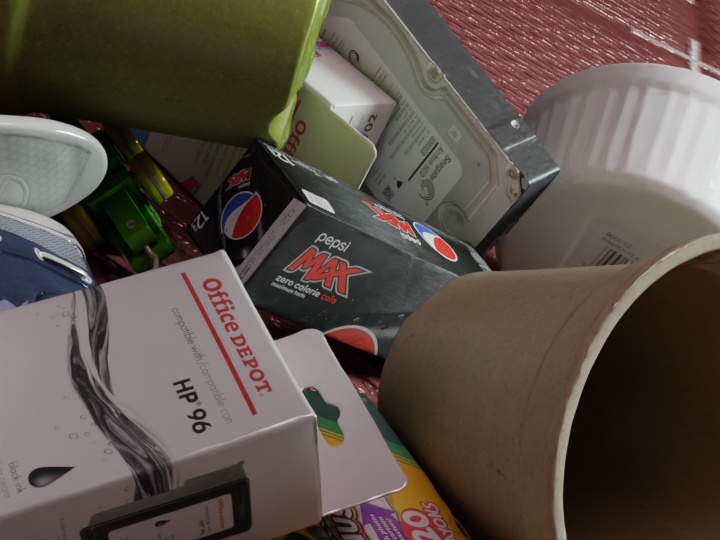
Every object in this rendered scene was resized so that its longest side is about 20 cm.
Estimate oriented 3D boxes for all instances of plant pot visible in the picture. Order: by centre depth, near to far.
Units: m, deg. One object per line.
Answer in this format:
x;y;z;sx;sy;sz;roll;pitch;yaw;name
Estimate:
0.110;0.074;0.779;0.200;0.201;0.183;8;1;-34;plant pot
-0.111;-0.153;0.876;0.183;0.201;0.201;16;27;-2;plant pot

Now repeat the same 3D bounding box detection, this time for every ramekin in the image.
0.183;-0.027;1.045;0.200;0.201;0.098;27;53;-2;ramekin

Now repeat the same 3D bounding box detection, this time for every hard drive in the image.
0.024;-0.096;1.026;0.038;0.140;0.200;-26;74;-40;hard drive

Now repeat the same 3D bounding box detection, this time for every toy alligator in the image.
-0.130;-0.028;0.912;0.200;0.059;0.054;52;-6;39;toy alligator

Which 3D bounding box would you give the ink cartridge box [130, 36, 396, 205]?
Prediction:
-0.058;-0.090;1.017;0.200;0.115;0.068;43;31;27;ink cartridge box

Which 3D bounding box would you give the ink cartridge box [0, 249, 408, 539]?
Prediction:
-0.091;0.062;0.669;0.199;0.068;0.116;-16;43;-17;ink cartridge box

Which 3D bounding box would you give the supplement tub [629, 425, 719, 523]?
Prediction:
0.217;0.144;0.853;0.122;0.123;0.200;6;34;-37;supplement tub

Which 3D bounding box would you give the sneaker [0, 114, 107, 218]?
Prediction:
-0.235;-0.068;0.819;0.199;0.071;0.099;-7;40;-21;sneaker

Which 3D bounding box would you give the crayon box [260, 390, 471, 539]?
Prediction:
-0.008;0.138;0.718;0.118;0.058;0.200;5;35;-39;crayon box

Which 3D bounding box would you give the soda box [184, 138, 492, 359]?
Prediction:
0.000;0.000;0.909;0.200;0.071;0.063;24;21;-46;soda box

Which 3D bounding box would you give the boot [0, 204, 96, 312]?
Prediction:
-0.208;0.001;0.754;0.199;0.073;0.090;9;26;-35;boot
